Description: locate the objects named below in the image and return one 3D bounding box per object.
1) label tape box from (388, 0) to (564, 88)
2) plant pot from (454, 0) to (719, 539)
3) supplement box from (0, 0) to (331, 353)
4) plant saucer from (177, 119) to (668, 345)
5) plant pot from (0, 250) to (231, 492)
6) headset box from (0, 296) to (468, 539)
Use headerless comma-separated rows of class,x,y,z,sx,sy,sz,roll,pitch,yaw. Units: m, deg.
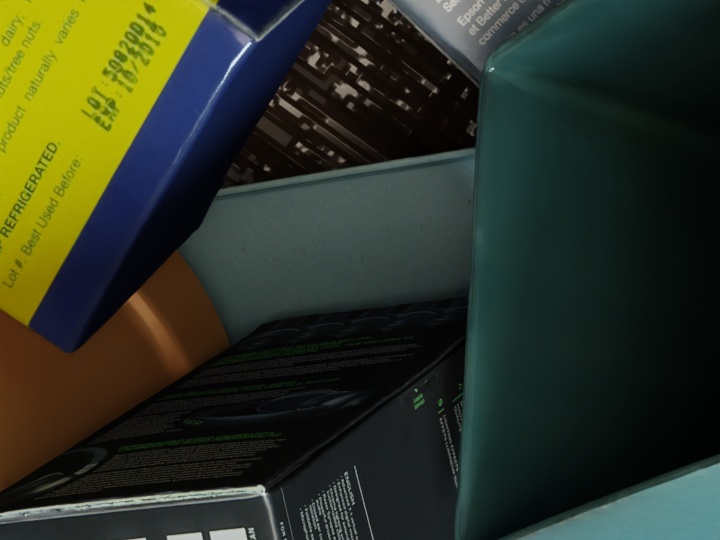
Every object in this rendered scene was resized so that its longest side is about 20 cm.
label tape box,0.059,-0.131,0.789,0.200,0.063,0.144,43,96,-9
plant pot,0.148,0.010,0.688,0.199,0.141,0.142,14,67,-25
supplement box,-0.117,-0.091,0.731,0.199,0.110,0.109,35,116,2
plant saucer,0.000,0.000,0.800,0.199,0.019,0.070,-9,110,20
plant pot,-0.138,0.071,0.765,0.199,0.140,0.201,1,107,5
headset box,-0.006,0.112,0.727,0.092,0.200,0.175,-8,102,25
